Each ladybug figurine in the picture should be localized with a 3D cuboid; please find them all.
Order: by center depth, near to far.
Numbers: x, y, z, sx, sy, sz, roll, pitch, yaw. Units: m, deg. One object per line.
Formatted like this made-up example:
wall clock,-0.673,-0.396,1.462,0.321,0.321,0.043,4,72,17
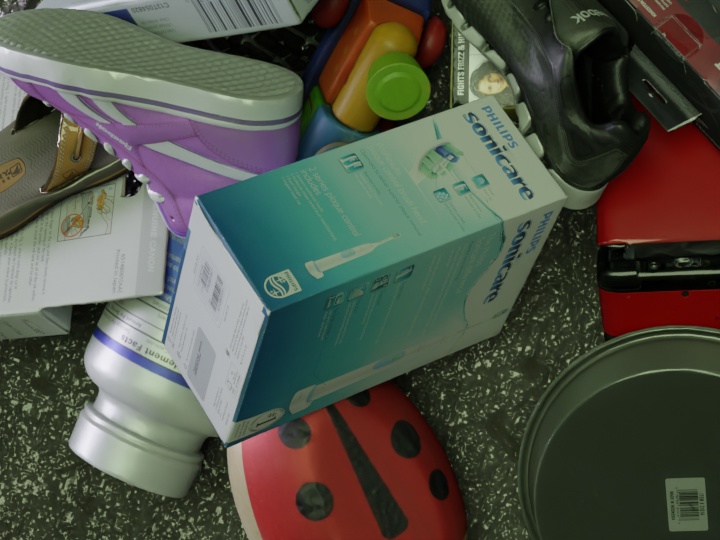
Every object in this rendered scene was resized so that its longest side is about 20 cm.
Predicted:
ladybug figurine,-0.003,0.135,1.147,0.136,0.072,0.200,-35,99,-19

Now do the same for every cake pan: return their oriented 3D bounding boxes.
cake pan,0.190,0.133,1.120,0.200,0.037,0.201,3,107,10

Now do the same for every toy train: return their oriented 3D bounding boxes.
toy train,0.018,-0.134,1.130,0.084,0.116,0.200,21,117,-20

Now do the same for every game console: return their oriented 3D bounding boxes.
game console,0.245,-0.018,1.133,0.199,0.173,0.119,-2,44,12

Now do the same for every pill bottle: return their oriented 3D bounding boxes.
pill bottle,-0.104,0.035,1.183,0.112,0.112,0.200,25,93,12

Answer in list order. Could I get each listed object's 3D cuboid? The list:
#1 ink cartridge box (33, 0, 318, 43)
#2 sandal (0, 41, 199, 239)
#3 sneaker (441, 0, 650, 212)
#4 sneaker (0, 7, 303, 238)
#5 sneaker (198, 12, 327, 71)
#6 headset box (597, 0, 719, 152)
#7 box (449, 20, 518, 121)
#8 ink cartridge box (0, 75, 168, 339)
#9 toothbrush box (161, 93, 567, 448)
ink cartridge box,-0.075,-0.207,1.151,0.199,0.200,0.041,-3,130,37
sandal,-0.185,-0.088,1.153,0.200,0.055,0.082,-29,60,8
sneaker,0.108,-0.138,1.077,0.090,0.066,0.200,-34,80,53
sneaker,-0.133,-0.077,1.090,0.200,0.073,0.115,19,126,17
sneaker,-0.033,-0.199,1.213,0.200,0.078,0.090,-33,60,8
headset box,0.238,-0.157,1.084,0.200,0.075,0.149,-37,66,-5
box,0.157,-0.130,1.167,0.199,0.050,0.076,2,86,11
ink cartridge box,-0.188,-0.059,1.199,0.176,0.045,0.201,-6,66,19
toothbrush box,0.000,0.000,1.077,0.200,0.147,0.085,-21,63,-25
